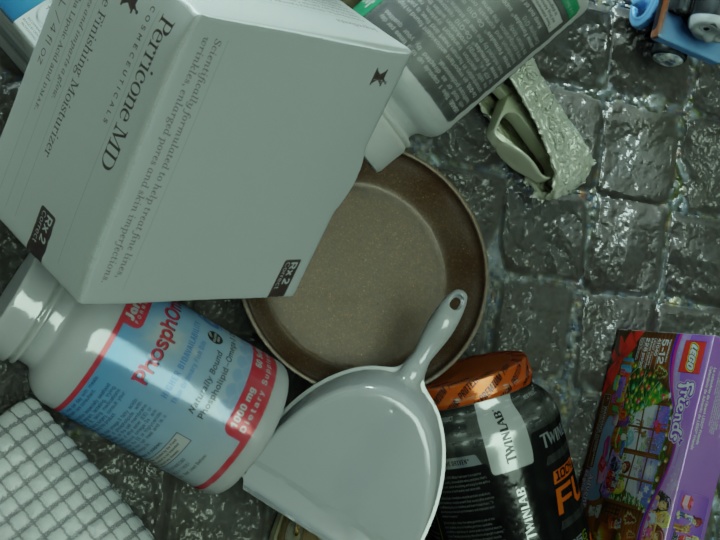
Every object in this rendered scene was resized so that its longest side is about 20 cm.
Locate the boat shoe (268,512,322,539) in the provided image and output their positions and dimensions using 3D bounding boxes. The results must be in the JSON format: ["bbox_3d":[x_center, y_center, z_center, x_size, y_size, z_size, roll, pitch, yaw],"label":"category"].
[{"bbox_3d":[-0.020,0.188,0.967,0.074,0.069,0.200,14,84,-21],"label":"boat shoe"}]

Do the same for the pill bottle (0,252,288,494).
[{"bbox_3d":[-0.159,0.066,0.893,0.200,0.109,0.109,32,79,-18],"label":"pill bottle"}]

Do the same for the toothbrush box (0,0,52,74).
[{"bbox_3d":[-0.175,-0.230,0.875,0.200,0.085,0.146,-39,77,-16],"label":"toothbrush box"}]

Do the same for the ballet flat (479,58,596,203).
[{"bbox_3d":[0.115,-0.138,1.017,0.072,0.072,0.200,-43,103,-16],"label":"ballet flat"}]

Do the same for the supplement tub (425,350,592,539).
[{"bbox_3d":[0.108,0.171,0.989,0.122,0.122,0.200,-18,97,-20],"label":"supplement tub"}]

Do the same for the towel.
[{"bbox_3d":[-0.248,0.208,0.853,0.200,0.086,0.166,-40,87,-18],"label":"towel"}]

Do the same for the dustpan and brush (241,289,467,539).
[{"bbox_3d":[0.022,0.101,0.921,0.139,0.057,0.200,32,95,1],"label":"dustpan and brush"}]

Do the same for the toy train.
[{"bbox_3d":[0.295,-0.271,1.068,0.087,0.114,0.200,18,83,-20],"label":"toy train"}]

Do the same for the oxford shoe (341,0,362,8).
[{"bbox_3d":[-0.077,-0.164,0.948,0.200,0.071,0.074,-26,104,-18],"label":"oxford shoe"}]

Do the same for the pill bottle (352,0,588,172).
[{"bbox_3d":[0.058,-0.171,0.930,0.200,0.113,0.113,-41,104,2],"label":"pill bottle"}]

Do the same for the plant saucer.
[{"bbox_3d":[0.000,0.000,0.978,0.200,0.037,0.201,4,76,-15],"label":"plant saucer"}]

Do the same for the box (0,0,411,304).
[{"bbox_3d":[-0.106,-0.095,0.825,0.200,0.131,0.199,-1,124,-51],"label":"box"}]

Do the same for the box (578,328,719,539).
[{"bbox_3d":[0.236,0.149,1.031,0.039,0.137,0.200,18,83,-20],"label":"box"}]
